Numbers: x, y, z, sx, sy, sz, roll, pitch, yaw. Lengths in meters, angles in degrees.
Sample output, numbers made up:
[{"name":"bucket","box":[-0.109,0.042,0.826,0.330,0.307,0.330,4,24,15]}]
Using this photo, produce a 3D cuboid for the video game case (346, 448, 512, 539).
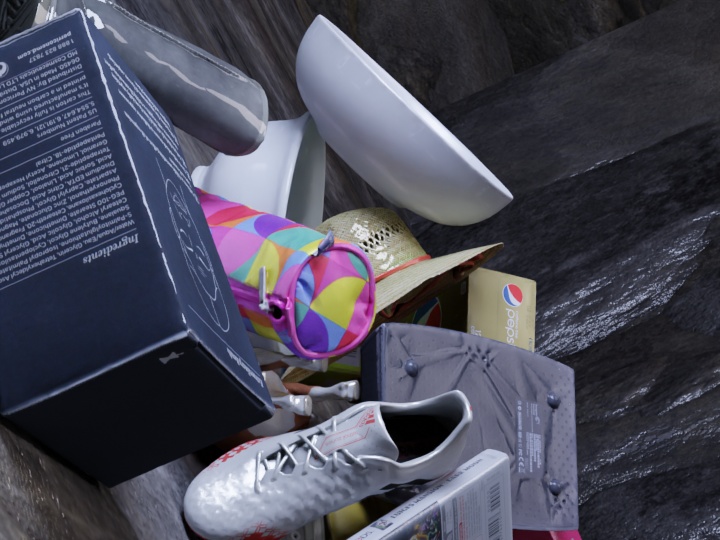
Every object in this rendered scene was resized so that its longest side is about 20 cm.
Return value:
[{"name":"video game case","box":[0.042,0.242,1.337,0.182,0.023,0.201,-27,121,-46]}]

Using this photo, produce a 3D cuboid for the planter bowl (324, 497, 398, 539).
[{"name":"planter bowl","box":[0.021,0.231,1.426,0.200,0.083,0.201,174,-90,-86]}]

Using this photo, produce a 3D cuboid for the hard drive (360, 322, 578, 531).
[{"name":"hard drive","box":[0.077,0.115,1.442,0.200,0.042,0.135,15,68,-42]}]

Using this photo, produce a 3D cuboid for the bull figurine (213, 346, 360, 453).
[{"name":"bull figurine","box":[-0.066,0.094,1.391,0.200,0.121,0.065,35,53,-67]}]

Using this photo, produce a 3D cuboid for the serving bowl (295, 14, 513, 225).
[{"name":"serving bowl","box":[0.020,-0.100,1.516,0.200,0.066,0.200,43,7,-7]}]

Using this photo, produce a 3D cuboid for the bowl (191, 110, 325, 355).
[{"name":"bowl","box":[-0.087,-0.029,1.565,0.201,0.090,0.202,7,90,-83]}]

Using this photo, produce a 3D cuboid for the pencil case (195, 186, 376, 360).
[{"name":"pencil case","box":[-0.076,-0.002,1.358,0.200,0.088,0.089,19,-35,48]}]

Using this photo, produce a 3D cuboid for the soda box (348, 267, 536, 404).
[{"name":"soda box","box":[0.063,0.060,1.646,0.200,0.064,0.068,-32,-130,57]}]

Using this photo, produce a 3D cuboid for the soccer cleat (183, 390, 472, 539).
[{"name":"soccer cleat","box":[-0.018,0.120,1.290,0.069,0.199,0.085,66,-28,22]}]

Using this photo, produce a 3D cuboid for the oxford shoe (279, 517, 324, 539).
[{"name":"oxford shoe","box":[-0.049,0.214,1.330,0.075,0.057,0.201,99,-13,-68]}]

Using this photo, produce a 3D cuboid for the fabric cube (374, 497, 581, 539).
[{"name":"fabric cube","box":[0.064,0.213,1.611,0.196,0.199,0.200,13,53,-81]}]

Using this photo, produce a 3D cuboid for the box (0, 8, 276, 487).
[{"name":"box","box":[-0.142,-0.008,1.083,0.148,0.107,0.201,55,12,-65]}]

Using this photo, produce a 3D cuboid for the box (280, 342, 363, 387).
[{"name":"box","box":[-0.026,0.039,1.694,0.200,0.047,0.122,136,-37,-76]}]

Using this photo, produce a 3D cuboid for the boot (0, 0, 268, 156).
[{"name":"boot","box":[-0.149,-0.129,1.318,0.200,0.073,0.182,38,19,-25]}]

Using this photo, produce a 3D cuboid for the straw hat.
[{"name":"straw hat","box":[0.000,0.000,1.498,0.085,0.201,0.201,58,5,5]}]
